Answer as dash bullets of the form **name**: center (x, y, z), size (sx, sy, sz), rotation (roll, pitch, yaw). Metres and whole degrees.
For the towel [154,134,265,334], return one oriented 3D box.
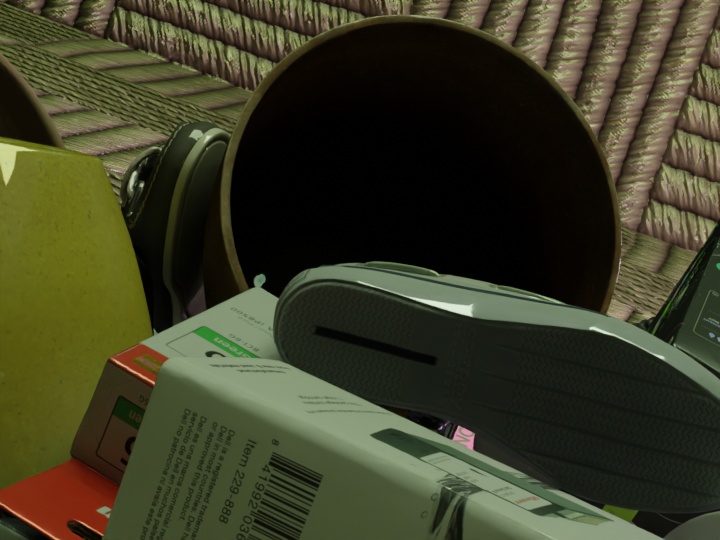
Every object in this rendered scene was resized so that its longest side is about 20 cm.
- **towel**: center (-0.039, 0.022, 1.573), size (0.200, 0.171, 0.048), rotation (22, -32, 22)

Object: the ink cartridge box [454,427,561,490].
- **ink cartridge box**: center (0.005, 0.089, 1.458), size (0.200, 0.037, 0.095), rotation (22, 44, 9)

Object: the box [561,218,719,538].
- **box**: center (0.187, 0.080, 1.437), size (0.124, 0.149, 0.200), rotation (31, 28, 2)

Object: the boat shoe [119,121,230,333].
- **boat shoe**: center (-0.098, -0.022, 1.411), size (0.057, 0.067, 0.200), rotation (28, -22, 9)

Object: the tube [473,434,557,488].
- **tube**: center (0.101, 0.058, 1.475), size (0.052, 0.058, 0.200), rotation (35, 24, 1)

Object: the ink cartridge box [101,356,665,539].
- **ink cartridge box**: center (0.010, 0.132, 0.957), size (0.200, 0.146, 0.084), rotation (24, 9, 27)

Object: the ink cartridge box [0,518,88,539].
- **ink cartridge box**: center (-0.046, 0.147, 1.102), size (0.200, 0.039, 0.099), rotation (25, 9, 32)

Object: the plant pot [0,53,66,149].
- **plant pot**: center (-0.241, -0.029, 1.478), size (0.093, 0.201, 0.201), rotation (-26, -22, 35)

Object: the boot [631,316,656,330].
- **boot**: center (0.237, 0.112, 1.630), size (0.165, 0.066, 0.200), rotation (-6, -46, 51)

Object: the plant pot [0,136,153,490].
- **plant pot**: center (-0.170, 0.013, 1.215), size (0.200, 0.142, 0.200), rotation (11, 3, -1)

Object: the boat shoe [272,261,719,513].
- **boat shoe**: center (0.066, 0.035, 1.160), size (0.200, 0.074, 0.067), rotation (22, 21, 5)

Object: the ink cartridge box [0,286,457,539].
- **ink cartridge box**: center (-0.048, 0.071, 1.135), size (0.109, 0.050, 0.200), rotation (30, 21, 16)

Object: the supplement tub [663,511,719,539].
- **supplement tub**: center (0.212, 0.169, 1.173), size (0.200, 0.145, 0.145), rotation (12, 11, -40)

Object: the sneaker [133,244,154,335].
- **sneaker**: center (-0.150, -0.001, 1.364), size (0.071, 0.098, 0.201), rotation (2, 50, -51)

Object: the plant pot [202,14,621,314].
- **plant pot**: center (0.000, 0.000, 1.366), size (0.187, 0.187, 0.200), rotation (17, -19, -12)
